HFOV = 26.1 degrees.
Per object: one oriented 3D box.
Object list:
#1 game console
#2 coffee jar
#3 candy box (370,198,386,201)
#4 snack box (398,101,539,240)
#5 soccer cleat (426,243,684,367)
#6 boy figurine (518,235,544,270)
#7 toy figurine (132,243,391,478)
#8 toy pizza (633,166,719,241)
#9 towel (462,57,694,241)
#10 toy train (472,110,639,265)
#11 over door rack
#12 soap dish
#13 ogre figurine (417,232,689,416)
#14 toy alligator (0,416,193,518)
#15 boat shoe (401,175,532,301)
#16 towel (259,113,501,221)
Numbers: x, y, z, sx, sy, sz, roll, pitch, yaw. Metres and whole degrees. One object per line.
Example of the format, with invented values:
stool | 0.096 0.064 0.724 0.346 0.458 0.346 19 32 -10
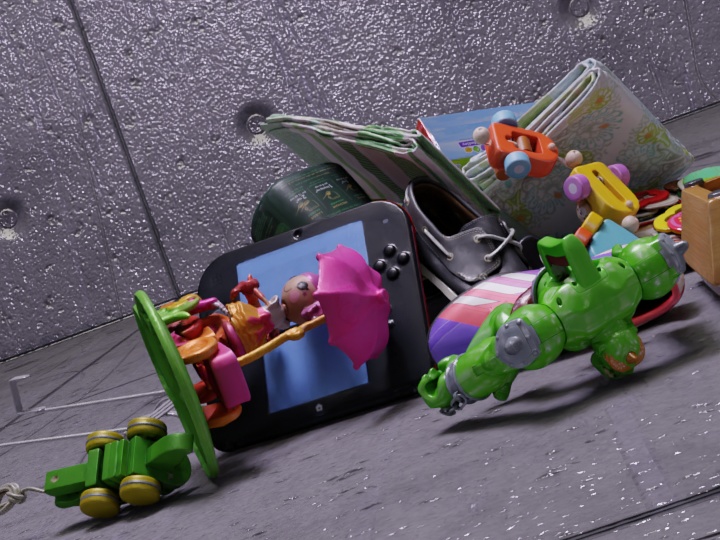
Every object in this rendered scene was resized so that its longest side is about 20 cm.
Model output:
game console | -0.039 0.042 1.264 0.199 0.178 0.031 -19 -36 17
coffee jar | 0.000 0.000 1.358 0.104 0.200 0.086 -21 -35 -37
candy box | -0.025 0.017 1.497 0.026 0.103 0.200 0 -22 -36
snack box | 0.116 -0.066 1.536 0.167 0.068 0.201 -11 -38 -26
soccer cleat | 0.143 0.030 1.154 0.198 0.069 0.073 -17 9 5
boy figurine | 0.103 0.004 1.406 0.124 0.065 0.199 27 -10 -30
toy figurine | -0.068 0.046 1.203 0.183 0.151 0.200 -23 18 -12
toy pizza | 0.302 -0.056 1.390 0.198 0.032 0.200 -13 17 4
towel | 0.206 -0.092 1.457 0.171 0.048 0.200 -41 -43 15
toy train | 0.171 -0.047 1.327 0.149 0.201 0.056 8 -47 -23
over door rack | -0.242 0.143 1.350 0.198 0.067 0.148 3 10 13
soap dish | 0.316 -0.042 1.144 0.156 0.082 0.200 -20 4 7
ogre figurine | 0.136 0.028 1.020 0.198 0.099 0.120 -10 -9 -13
toy alligator | -0.192 0.160 1.175 0.199 0.060 0.054 -20 -39 29
boat shoe | 0.099 -0.009 1.261 0.071 0.068 0.200 -10 35 -39
towel | 0.020 -0.090 1.398 0.199 0.152 0.024 13 72 44
